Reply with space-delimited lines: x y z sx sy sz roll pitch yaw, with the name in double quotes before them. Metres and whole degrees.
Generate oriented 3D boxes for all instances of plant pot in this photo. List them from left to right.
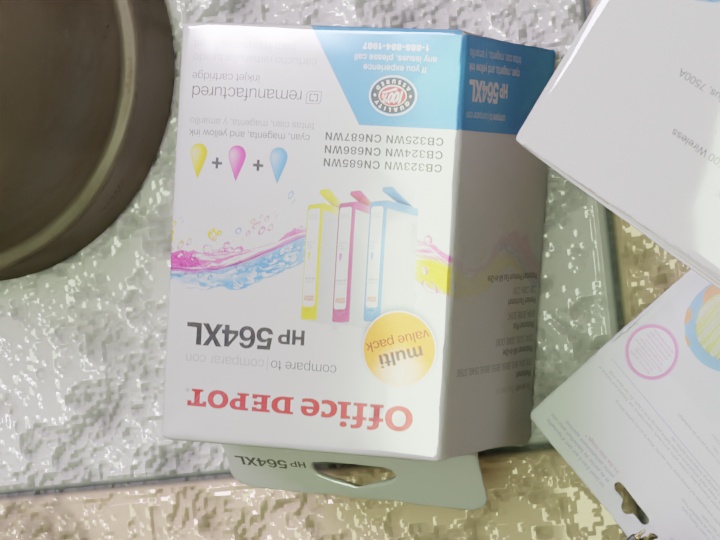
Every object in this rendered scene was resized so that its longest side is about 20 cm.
"plant pot" -0.206 -0.092 1.301 0.200 0.174 0.200 1 92 20

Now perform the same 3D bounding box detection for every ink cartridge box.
"ink cartridge box" 0.000 0.000 1.251 0.128 0.125 0.200 3 91 20
"ink cartridge box" 0.182 -0.092 1.087 0.145 0.147 0.200 35 105 16

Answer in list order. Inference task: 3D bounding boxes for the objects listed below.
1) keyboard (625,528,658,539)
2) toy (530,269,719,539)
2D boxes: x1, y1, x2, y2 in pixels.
"keyboard" 0.100 0.166 1.225 0.200 0.127 0.021 -26 39 21
"toy" 0.183 0.039 1.226 0.200 0.047 0.115 -44 74 18
